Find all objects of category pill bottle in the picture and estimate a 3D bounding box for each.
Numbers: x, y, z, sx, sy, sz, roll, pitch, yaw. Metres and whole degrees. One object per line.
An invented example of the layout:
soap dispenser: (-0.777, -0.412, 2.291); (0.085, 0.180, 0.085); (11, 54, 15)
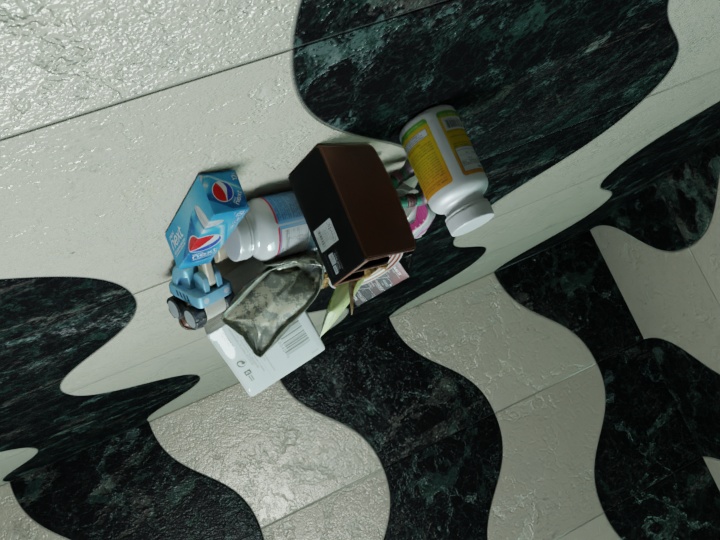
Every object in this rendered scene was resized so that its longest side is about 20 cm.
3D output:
pill bottle: (-0.140, -0.080, 1.138); (0.196, 0.111, 0.109); (-16, 166, -34)
pill bottle: (0.152, -0.168, 1.119); (0.109, 0.204, 0.111); (-22, 169, -5)

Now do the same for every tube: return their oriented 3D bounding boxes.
tube: (-0.042, 0.057, 1.424); (0.051, 0.059, 0.201); (-9, -149, 29)

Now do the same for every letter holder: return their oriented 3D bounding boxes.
letter holder: (-0.010, -0.098, 1.092); (0.140, 0.204, 0.100); (-13, 165, -43)

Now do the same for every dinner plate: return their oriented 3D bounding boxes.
dinner plate: (0.011, -0.016, 1.563); (0.196, 0.025, 0.201); (-21, 159, -8)

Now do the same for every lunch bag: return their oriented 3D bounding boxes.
lunch bag: (-0.146, 0.037, 1.183); (0.200, 0.118, 0.164); (-45, -172, 1)

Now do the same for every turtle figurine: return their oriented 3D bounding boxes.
turtle figurine: (0.045, -0.137, 1.211); (0.198, 0.153, 0.100); (-28, -171, -34)

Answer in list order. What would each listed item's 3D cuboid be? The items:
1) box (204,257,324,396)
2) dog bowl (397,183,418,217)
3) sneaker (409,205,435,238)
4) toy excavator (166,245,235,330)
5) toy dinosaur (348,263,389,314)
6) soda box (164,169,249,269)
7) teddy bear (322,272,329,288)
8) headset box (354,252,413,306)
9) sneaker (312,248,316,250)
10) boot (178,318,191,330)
box: (-0.217, 0.109, 1.395); (0.197, 0.172, 0.201); (-31, 125, -5)
dog bowl: (0.038, -0.104, 1.358); (0.200, 0.058, 0.201); (-47, 166, -16)
sneaker: (0.117, -0.104, 1.630); (0.087, 0.083, 0.198); (-8, 161, -48)
toy excavator: (-0.296, 0.003, 1.219); (0.192, 0.205, 0.099); (19, -143, 41)
toy dinosaur: (0.000, 0.000, 1.414); (0.199, 0.105, 0.061); (-38, 159, -50)
soda box: (-0.247, -0.077, 1.032); (0.063, 0.069, 0.200); (-16, 165, -36)
teddy bear: (-0.117, 0.008, 1.615); (0.196, 0.068, 0.144); (-23, -149, -23)
headset box: (0.058, -0.015, 1.746); (0.197, 0.078, 0.150); (-30, -157, 26)
sneaker: (-0.080, -0.092, 1.318); (0.077, 0.079, 0.203); (-22, 145, -38)
boot: (-0.307, 0.055, 1.494); (0.199, 0.065, 0.185); (-32, 180, 44)
